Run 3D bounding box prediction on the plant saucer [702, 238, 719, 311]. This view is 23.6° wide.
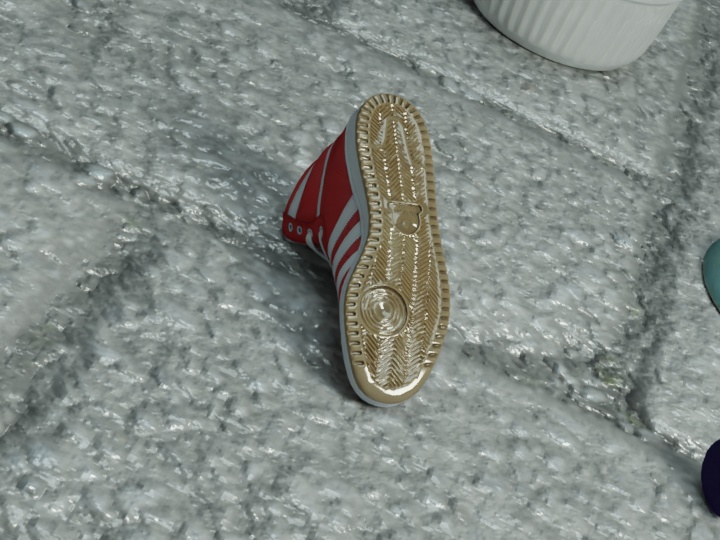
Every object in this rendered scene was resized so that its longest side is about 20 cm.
[{"bbox_3d":[0.355,0.027,1.306,0.200,0.027,0.200,16,34,-12],"label":"plant saucer"}]

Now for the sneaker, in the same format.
[{"bbox_3d":[0.000,0.000,1.093,0.071,0.112,0.201,11,66,-24],"label":"sneaker"}]

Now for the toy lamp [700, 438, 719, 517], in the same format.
[{"bbox_3d":[0.312,0.131,1.110,0.200,0.058,0.058,5,39,-29],"label":"toy lamp"}]

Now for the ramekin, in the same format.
[{"bbox_3d":[0.190,-0.264,1.526,0.200,0.105,0.200,16,34,-12],"label":"ramekin"}]
